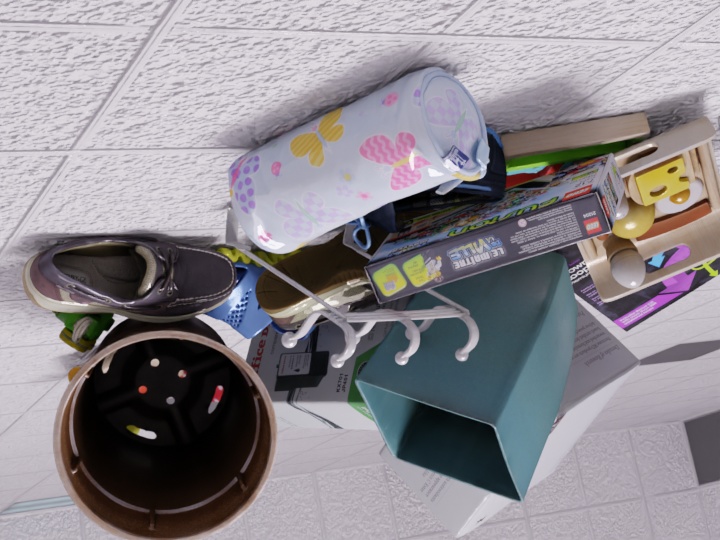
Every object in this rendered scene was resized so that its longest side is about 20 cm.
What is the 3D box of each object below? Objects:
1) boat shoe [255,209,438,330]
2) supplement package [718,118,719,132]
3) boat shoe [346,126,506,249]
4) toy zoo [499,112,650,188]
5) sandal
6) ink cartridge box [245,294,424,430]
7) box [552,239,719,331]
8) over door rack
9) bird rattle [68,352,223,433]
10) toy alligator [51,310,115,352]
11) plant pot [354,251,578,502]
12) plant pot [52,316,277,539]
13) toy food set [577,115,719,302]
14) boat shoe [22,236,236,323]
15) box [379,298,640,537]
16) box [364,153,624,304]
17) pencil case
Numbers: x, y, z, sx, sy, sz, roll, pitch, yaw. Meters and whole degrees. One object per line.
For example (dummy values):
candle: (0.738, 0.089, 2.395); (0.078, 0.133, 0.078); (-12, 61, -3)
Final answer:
boat shoe: (0.000, 0.000, 1.310); (0.199, 0.074, 0.065); (-18, 147, 4)
supplement package: (0.426, -0.084, 1.281); (0.155, 0.112, 0.200); (-15, 166, 15)
boat shoe: (0.020, -0.064, 1.124); (0.199, 0.069, 0.084); (-16, 166, 16)
toy zoo: (0.170, -0.088, 1.246); (0.130, 0.021, 0.200); (-10, 166, -9)
sandal: (-0.112, 0.026, 1.348); (0.199, 0.088, 0.079); (-1, 165, -29)
ink cartridge box: (-0.017, 0.083, 1.412); (0.199, 0.147, 0.083); (-5, 153, 38)
box: (0.271, -0.019, 1.360); (0.143, 0.036, 0.200); (-35, 140, 22)
over door rack: (-0.013, 0.020, 1.183); (0.147, 0.200, 0.067); (0, 122, -39)
bird rattle: (-0.265, 0.141, 1.675); (0.199, 0.113, 0.163); (-17, 149, 9)
toy alligator: (-0.269, 0.040, 1.310); (0.054, 0.059, 0.200); (33, 178, -2)
plant pot: (0.116, 0.077, 1.276); (0.141, 0.201, 0.142); (15, 150, 28)
plant pot: (-0.189, 0.131, 1.323); (0.199, 0.202, 0.198); (-9, -167, -8)
toy food set: (0.260, -0.047, 1.228); (0.143, 0.061, 0.200); (-23, 148, 9)
boat shoe: (-0.196, 0.005, 1.229); (0.199, 0.072, 0.065); (4, 166, -29)
box: (0.159, 0.146, 1.472); (0.200, 0.131, 0.199); (-22, 150, -48)
box: (0.110, -0.034, 1.118); (0.199, 0.035, 0.110); (-18, -166, 21)
pencil case: (-0.003, -0.078, 1.017); (0.199, 0.084, 0.091); (-19, 142, 34)
